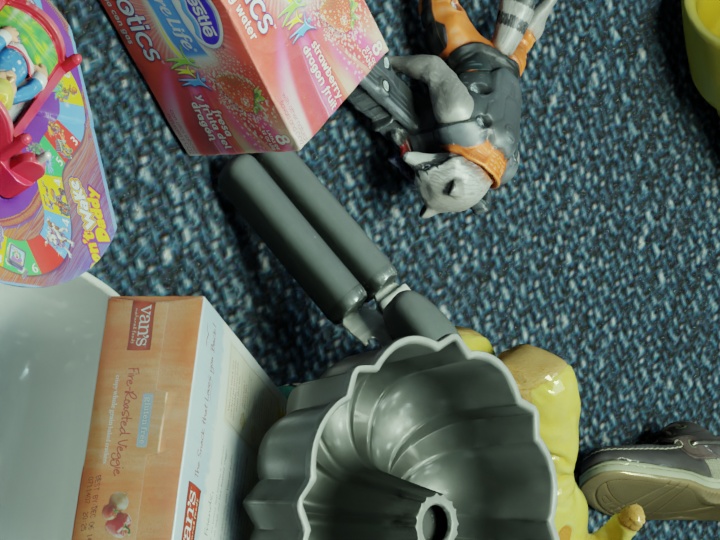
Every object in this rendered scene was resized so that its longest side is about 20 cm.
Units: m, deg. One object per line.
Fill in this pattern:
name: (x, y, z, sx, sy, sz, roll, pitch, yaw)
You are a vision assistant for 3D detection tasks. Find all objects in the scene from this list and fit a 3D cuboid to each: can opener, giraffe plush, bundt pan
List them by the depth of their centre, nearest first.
bundt pan: (0.014, 0.135, 1.145, 0.201, 0.075, 0.204, 4, 84, -45)
can opener: (0.000, 0.000, 1.244, 0.200, 0.067, 0.053, 47, 51, 10)
giraffe plush: (0.053, 0.156, 1.289, 0.162, 0.172, 0.201, -43, 105, -37)

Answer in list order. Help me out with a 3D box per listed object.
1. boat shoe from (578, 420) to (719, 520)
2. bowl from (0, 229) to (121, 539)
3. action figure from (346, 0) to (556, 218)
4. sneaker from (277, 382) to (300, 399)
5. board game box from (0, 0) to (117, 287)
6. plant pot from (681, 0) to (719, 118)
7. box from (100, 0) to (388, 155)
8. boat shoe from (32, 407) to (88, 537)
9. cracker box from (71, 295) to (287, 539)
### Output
boat shoe: (0.233, 0.143, 1.565, 0.199, 0.072, 0.065, 9, 60, -35)
bowl: (-0.211, 0.080, 1.067, 0.199, 0.074, 0.201, 26, 68, -43)
action figure: (0.056, -0.129, 1.342, 0.200, 0.104, 0.195, 32, 59, -45)
sneaker: (-0.052, 0.164, 1.250, 0.079, 0.077, 0.202, 12, 82, -38)
board game box: (-0.176, -0.091, 1.075, 0.157, 0.039, 0.201, 10, 60, -52)
plant pot: (0.346, -0.136, 1.603, 0.201, 0.200, 0.190, -47, 139, -36)
box: (-0.081, -0.173, 1.193, 0.103, 0.094, 0.201, -49, 124, -35)
boat shoe: (-0.141, 0.171, 1.157, 0.073, 0.064, 0.202, -2, 92, -47)
cracker box: (-0.086, 0.111, 1.134, 0.200, 0.057, 0.135, 60, 33, -63)
